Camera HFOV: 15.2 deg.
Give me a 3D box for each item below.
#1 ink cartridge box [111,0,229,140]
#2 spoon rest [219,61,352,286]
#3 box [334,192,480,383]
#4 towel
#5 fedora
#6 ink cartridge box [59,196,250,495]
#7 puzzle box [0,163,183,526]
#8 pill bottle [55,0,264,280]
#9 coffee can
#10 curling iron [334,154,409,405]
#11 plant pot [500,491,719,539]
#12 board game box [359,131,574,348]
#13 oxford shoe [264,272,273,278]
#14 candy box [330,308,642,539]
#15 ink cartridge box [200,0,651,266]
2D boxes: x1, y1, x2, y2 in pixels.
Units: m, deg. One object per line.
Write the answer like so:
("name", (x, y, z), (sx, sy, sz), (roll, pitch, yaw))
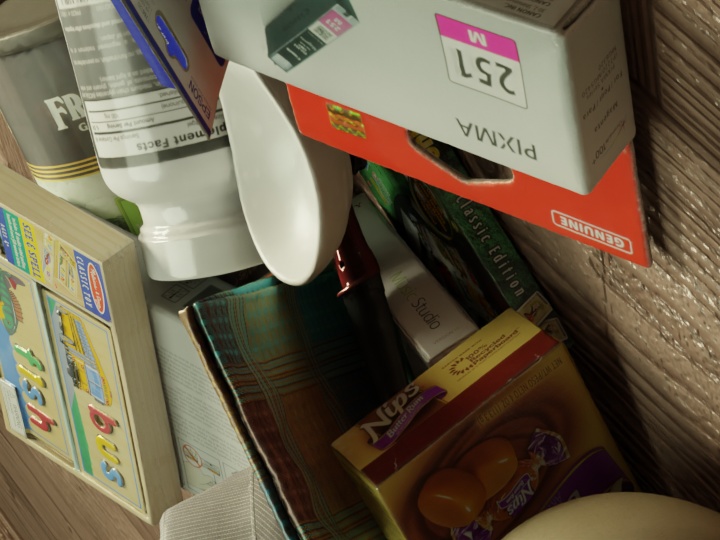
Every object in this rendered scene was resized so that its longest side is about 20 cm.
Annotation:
("ink cartridge box", (-0.082, -0.162, 1.239), (0.100, 0.039, 0.201), (61, -148, -43))
("spoon rest", (-0.045, -0.092, 1.336), (0.099, 0.060, 0.201), (-178, 82, -66))
("box", (0.050, 0.070, 1.457), (0.144, 0.036, 0.200), (51, 169, 50))
("towel", (-0.019, 0.070, 1.356), (0.147, 0.022, 0.200), (63, -162, 4))
("fedora", (-0.053, 0.168, 1.407), (0.200, 0.090, 0.177), (71, -169, -52))
("ink cartridge box", (-0.106, 0.068, 1.528), (0.200, 0.044, 0.174), (26, 141, 38))
("puzzle box", (-0.164, 0.040, 1.514), (0.133, 0.025, 0.201), (28, 141, 35))
("pill bottle", (-0.092, -0.103, 1.428), (0.116, 0.115, 0.201), (-164, 59, -69))
("coffee can", (-0.126, -0.082, 1.586), (0.201, 0.146, 0.146), (64, 164, -20))
("curling iron", (0.000, 0.000, 1.365), (0.050, 0.025, 0.201), (131, 129, -70))
("plant pot", (0.120, 0.182, 1.255), (0.135, 0.200, 0.201), (-114, 1, -64))
("board game box", (0.037, -0.033, 1.393), (0.200, 0.023, 0.105), (58, 167, 2))
("oxford shoe", (-0.002, 0.088, 1.491), (0.201, 0.071, 0.073), (59, 169, 2))
("candy box", (0.082, 0.132, 1.340), (0.056, 0.117, 0.200), (37, 161, 55))
("ink cartridge box", (0.024, -0.079, 1.157), (0.199, 0.044, 0.174), (22, 146, 30))
